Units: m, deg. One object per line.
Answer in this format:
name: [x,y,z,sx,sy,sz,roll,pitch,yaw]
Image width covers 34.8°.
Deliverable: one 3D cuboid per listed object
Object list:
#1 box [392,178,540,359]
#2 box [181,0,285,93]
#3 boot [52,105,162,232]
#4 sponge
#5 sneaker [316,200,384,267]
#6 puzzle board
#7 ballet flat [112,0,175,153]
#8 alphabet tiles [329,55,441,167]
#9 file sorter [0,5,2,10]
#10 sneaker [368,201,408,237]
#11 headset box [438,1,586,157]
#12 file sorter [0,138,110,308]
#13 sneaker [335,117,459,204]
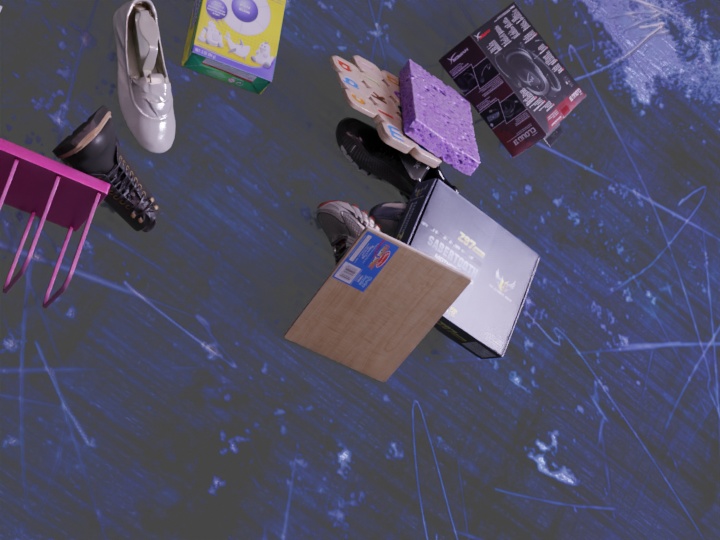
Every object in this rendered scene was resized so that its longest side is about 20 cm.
box: [0.128,0.000,1.486,0.200,0.051,0.158,35,65,-25]
box: [-0.160,-0.346,1.521,0.117,0.048,0.200,17,65,-24]
boot: [-0.271,-0.106,1.294,0.077,0.200,0.138,-42,99,-6]
sponge: [0.106,-0.212,1.569,0.111,0.030,0.200,31,27,-19]
sneaker: [0.000,0.000,1.474,0.082,0.078,0.200,-30,89,-31]
puzzle board: [0.019,0.044,1.412,0.151,0.200,0.017,26,33,-18]
ballet flat: [-0.265,-0.247,1.419,0.069,0.069,0.200,-5,77,-30]
alphabet tiles: [0.045,-0.216,1.542,0.195,0.015,0.200,23,32,-33]
file sorter: [-0.509,-0.254,1.233,0.200,0.125,0.139,24,46,-20]
sneaker: [0.092,-0.018,1.533,0.200,0.078,0.086,32,64,-16]
headset box: [0.231,-0.272,1.678,0.200,0.077,0.149,52,46,-6]
file sorter: [-0.400,-0.057,1.239,0.200,0.139,0.126,23,65,-21]
sneaker: [0.057,-0.144,1.545,0.200,0.090,0.067,41,61,-11]
